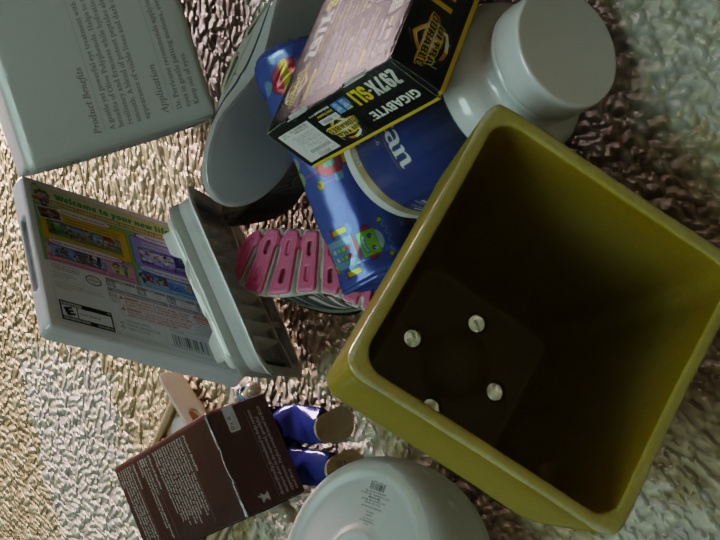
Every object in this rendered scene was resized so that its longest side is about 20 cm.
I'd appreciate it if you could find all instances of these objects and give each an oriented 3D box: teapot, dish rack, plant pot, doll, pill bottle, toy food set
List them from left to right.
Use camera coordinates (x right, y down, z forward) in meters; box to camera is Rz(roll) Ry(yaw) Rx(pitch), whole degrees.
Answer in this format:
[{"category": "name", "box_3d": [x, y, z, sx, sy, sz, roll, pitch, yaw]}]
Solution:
[{"category": "toy food set", "box_3d": [-0.193, 0.217, 1.629, 0.144, 0.060, 0.200, 54, 141, 23]}, {"category": "dish rack", "box_3d": [-0.113, 0.020, 1.348, 0.200, 0.043, 0.173, 38, -151, -82]}, {"category": "doll", "box_3d": [-0.076, 0.169, 1.460, 0.199, 0.048, 0.138, -5, 100, 54]}, {"category": "teapot", "box_3d": [0.038, 0.252, 1.270, 0.197, 0.146, 0.201, -40, 48, 27]}, {"category": "pill bottle", "box_3d": [0.080, -0.116, 1.068, 0.200, 0.111, 0.112, -28, 83, 54]}, {"category": "plant pot", "box_3d": [0.091, 0.046, 1.022, 0.194, 0.196, 0.200, 33, 162, -7]}]

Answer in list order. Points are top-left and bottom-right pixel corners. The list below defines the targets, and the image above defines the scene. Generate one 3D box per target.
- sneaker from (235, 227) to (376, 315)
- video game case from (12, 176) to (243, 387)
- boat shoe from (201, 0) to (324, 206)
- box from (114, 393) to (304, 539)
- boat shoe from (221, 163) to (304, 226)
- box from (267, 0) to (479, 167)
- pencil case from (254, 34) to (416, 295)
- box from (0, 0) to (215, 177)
[{"category": "sneaker", "box_3d": [0.000, 0.000, 1.269, 0.199, 0.087, 0.074, 2, 85, 30]}, {"category": "video game case", "box_3d": [-0.206, 0.011, 1.382, 0.022, 0.199, 0.183, -48, 43, 28]}, {"category": "boat shoe", "box_3d": [-0.080, -0.142, 1.244, 0.066, 0.072, 0.201, -11, 60, 65]}, {"category": "box", "box_3d": [-0.145, 0.195, 1.456, 0.200, 0.075, 0.101, -32, 79, 53]}, {"category": "boat shoe", "box_3d": [-0.064, -0.102, 1.303, 0.200, 0.075, 0.072, -30, 72, 47]}, {"category": "box", "box_3d": [0.025, -0.183, 1.059, 0.049, 0.201, 0.159, 32, 152, -20]}, {"category": "pencil case", "box_3d": [-0.012, -0.083, 1.174, 0.078, 0.087, 0.201, -22, 86, 10]}, {"category": "box", "box_3d": [-0.248, -0.199, 1.374, 0.200, 0.170, 0.200, -177, 69, -75]}]
